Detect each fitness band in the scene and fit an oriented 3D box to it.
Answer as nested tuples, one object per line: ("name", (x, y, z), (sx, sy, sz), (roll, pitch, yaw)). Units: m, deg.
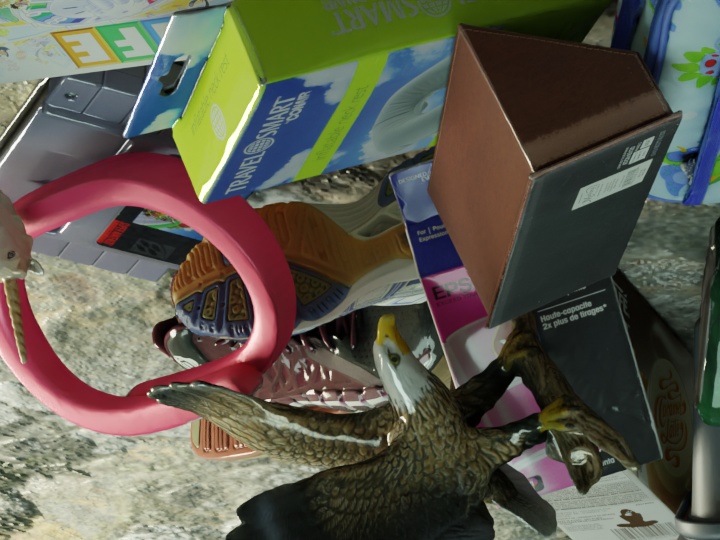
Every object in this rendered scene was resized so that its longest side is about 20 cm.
("fitness band", (-0.120, 0.013, 1.290), (0.199, 0.037, 0.144), (-20, 107, 41))

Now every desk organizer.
("desk organizer", (0.081, -0.050, 1.117), (0.071, 0.077, 0.200), (-23, 163, -10))

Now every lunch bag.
("lunch bag", (0.190, -0.103, 1.086), (0.160, 0.083, 0.200), (-2, 153, -4))

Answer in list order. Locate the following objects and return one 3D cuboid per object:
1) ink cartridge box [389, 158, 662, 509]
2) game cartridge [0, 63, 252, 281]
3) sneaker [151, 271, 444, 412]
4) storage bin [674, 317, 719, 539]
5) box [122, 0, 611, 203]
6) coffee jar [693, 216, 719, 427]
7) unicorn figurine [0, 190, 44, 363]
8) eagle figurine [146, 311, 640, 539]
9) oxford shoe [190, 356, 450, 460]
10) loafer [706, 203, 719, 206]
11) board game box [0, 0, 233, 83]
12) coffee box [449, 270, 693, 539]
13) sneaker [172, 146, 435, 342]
("ink cartridge box", (0.087, 0.026, 1.272), (0.094, 0.037, 0.201), (-17, 118, 4))
("game cartridge", (-0.127, -0.052, 1.313), (0.129, 0.039, 0.200), (18, 151, -18))
("sneaker", (-0.046, 0.034, 1.430), (0.115, 0.076, 0.199), (29, 146, -36))
("storage bin", (0.277, 0.082, 1.401), (0.199, 0.135, 0.146), (-3, -174, 14))
("box", (0.002, -0.091, 1.106), (0.199, 0.048, 0.122), (-16, 161, -23))
("coffee jar", (0.267, 0.032, 1.213), (0.199, 0.085, 0.105), (5, 117, 7))
("unicorn figurine", (-0.237, -0.059, 1.244), (0.200, 0.074, 0.137), (34, 168, 31))
("eagle figurine", (0.012, 0.089, 1.203), (0.199, 0.152, 0.152), (-24, 180, -9))
("oxford shoe", (-0.023, 0.084, 1.533), (0.199, 0.071, 0.074), (-19, 149, 39))
("loafer", (0.199, -0.055, 1.216), (0.199, 0.070, 0.070), (2, 146, 4))
("board game box", (-0.109, -0.142, 1.122), (0.199, 0.034, 0.135), (-6, 153, 19))
("coffee box", (0.129, 0.073, 1.439), (0.079, 0.115, 0.200), (-9, 150, 26))
("sneaker", (0.000, 0.000, 1.324), (0.199, 0.076, 0.088), (-17, 155, 14))
